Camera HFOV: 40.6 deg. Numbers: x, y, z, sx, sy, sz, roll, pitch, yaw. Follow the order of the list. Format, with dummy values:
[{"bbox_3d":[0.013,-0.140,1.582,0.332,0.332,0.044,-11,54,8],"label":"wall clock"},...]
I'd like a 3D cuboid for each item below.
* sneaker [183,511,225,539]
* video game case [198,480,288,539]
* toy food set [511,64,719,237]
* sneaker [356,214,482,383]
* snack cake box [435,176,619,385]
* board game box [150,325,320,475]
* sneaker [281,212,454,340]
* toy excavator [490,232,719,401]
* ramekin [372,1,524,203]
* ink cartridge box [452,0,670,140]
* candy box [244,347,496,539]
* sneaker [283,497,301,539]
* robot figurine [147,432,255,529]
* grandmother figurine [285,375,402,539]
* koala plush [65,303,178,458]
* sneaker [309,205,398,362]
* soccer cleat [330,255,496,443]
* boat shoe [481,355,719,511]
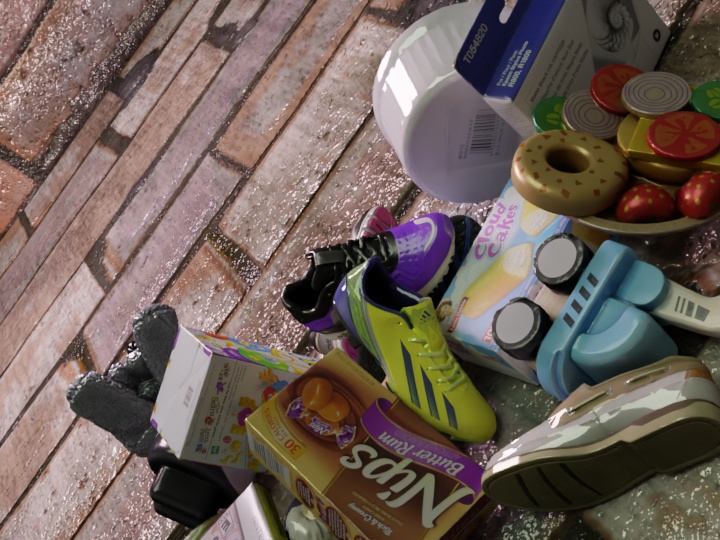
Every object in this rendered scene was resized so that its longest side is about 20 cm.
[{"bbox_3d":[-0.164,0.359,1.033,0.088,0.077,0.202,13,65,24],"label":"sneaker"},{"bbox_3d":[-0.133,0.319,0.882,0.200,0.025,0.181,-48,32,6],"label":"video game case"},{"bbox_3d":[0.239,-0.108,0.844,0.197,0.049,0.199,12,51,24],"label":"toy food set"},{"bbox_3d":[0.066,0.034,1.029,0.201,0.075,0.077,-55,4,3],"label":"sneaker"},{"bbox_3d":[0.160,-0.004,0.919,0.115,0.067,0.202,14,71,57],"label":"snack cake box"},{"bbox_3d":[-0.092,0.138,0.978,0.103,0.198,0.106,25,96,60],"label":"board game box"},{"bbox_3d":[0.000,0.001,0.962,0.199,0.099,0.070,-35,46,28],"label":"sneaker"},{"bbox_3d":[0.234,0.034,0.770,0.199,0.100,0.196,29,84,46],"label":"toy excavator"},{"bbox_3d":[0.119,-0.167,1.023,0.200,0.200,0.098,-41,40,21],"label":"ramekin"},{"bbox_3d":[0.202,-0.215,0.942,0.040,0.199,0.201,6,65,56],"label":"ink cartridge box"},{"bbox_3d":[0.007,0.169,0.840,0.116,0.057,0.199,-35,55,-27],"label":"candy box"},{"bbox_3d":[-0.048,0.270,0.926,0.079,0.079,0.200,-49,29,10],"label":"sneaker"},{"bbox_3d":[-0.169,0.190,1.120,0.149,0.125,0.202,-18,40,48],"label":"robot figurine"},{"bbox_3d":[-0.003,0.179,0.904,0.120,0.061,0.200,-4,35,44],"label":"grandmother figurine"},{"bbox_3d":[-0.267,0.154,1.307,0.177,0.184,0.200,-45,9,-4],"label":"koala plush"},{"bbox_3d":[-0.012,0.015,1.133,0.087,0.074,0.202,-10,56,42],"label":"sneaker"},{"bbox_3d":[0.055,0.072,0.887,0.064,0.200,0.084,-23,-26,-55],"label":"soccer cleat"},{"bbox_3d":[0.184,0.128,0.753,0.198,0.075,0.069,-24,36,28],"label":"boat shoe"}]
